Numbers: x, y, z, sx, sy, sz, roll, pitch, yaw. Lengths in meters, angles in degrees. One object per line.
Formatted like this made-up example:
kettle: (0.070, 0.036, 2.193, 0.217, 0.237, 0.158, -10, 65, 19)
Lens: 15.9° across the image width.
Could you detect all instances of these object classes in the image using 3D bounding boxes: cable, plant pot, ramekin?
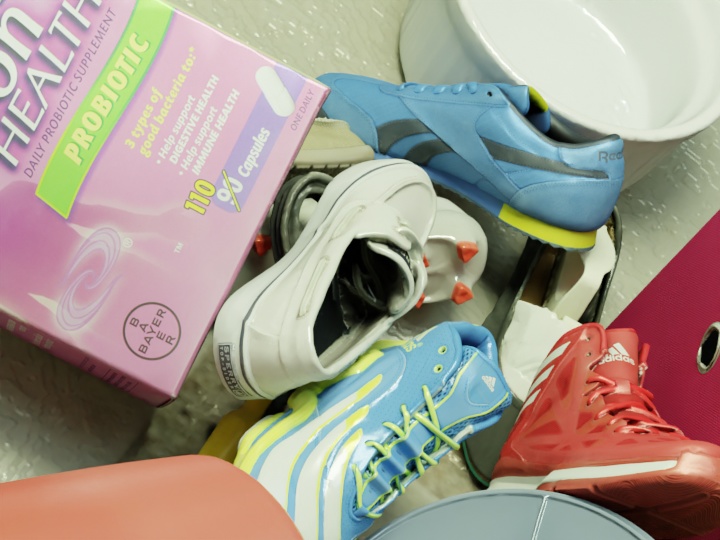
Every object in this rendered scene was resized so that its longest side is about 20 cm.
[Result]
cable: (-0.024, 0.051, 1.337, 0.097, 0.050, 0.200, 22, 79, -22)
plant pot: (-0.121, 0.174, 1.144, 0.177, 0.200, 0.200, -18, 69, -40)
ramekin: (0.121, -0.137, 1.557, 0.200, 0.098, 0.201, 15, 54, -21)

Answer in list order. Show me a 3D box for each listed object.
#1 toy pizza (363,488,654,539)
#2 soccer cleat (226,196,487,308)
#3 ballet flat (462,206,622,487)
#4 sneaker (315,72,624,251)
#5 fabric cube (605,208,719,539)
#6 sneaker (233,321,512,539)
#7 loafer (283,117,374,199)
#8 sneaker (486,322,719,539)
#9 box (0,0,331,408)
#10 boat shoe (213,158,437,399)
toy pizza: (0.065, 0.191, 1.207, 0.200, 0.032, 0.200, -6, 52, 7)
soccer cleat: (-0.027, -0.011, 1.416, 0.200, 0.069, 0.078, -1, 29, -22)
ballet flat: (0.105, 0.030, 1.451, 0.068, 0.068, 0.200, 28, 50, -11)
sneaker: (0.061, -0.084, 1.461, 0.200, 0.078, 0.066, 26, 24, 24)
fabric cube: (0.245, 0.097, 1.399, 0.200, 0.199, 0.196, 20, 52, -16)
sneaker: (0.010, 0.075, 1.254, 0.076, 0.105, 0.200, 53, 32, -11)
loafer: (-0.085, -0.070, 1.409, 0.200, 0.076, 0.068, -2, 66, -29)
sneaker: (0.129, 0.073, 1.313, 0.078, 0.200, 0.116, 25, 71, -26)
box: (-0.145, -0.054, 1.294, 0.200, 0.097, 0.176, 28, 81, -5)
boat shoe: (0.000, 0.000, 1.300, 0.200, 0.066, 0.072, -40, 119, -52)
